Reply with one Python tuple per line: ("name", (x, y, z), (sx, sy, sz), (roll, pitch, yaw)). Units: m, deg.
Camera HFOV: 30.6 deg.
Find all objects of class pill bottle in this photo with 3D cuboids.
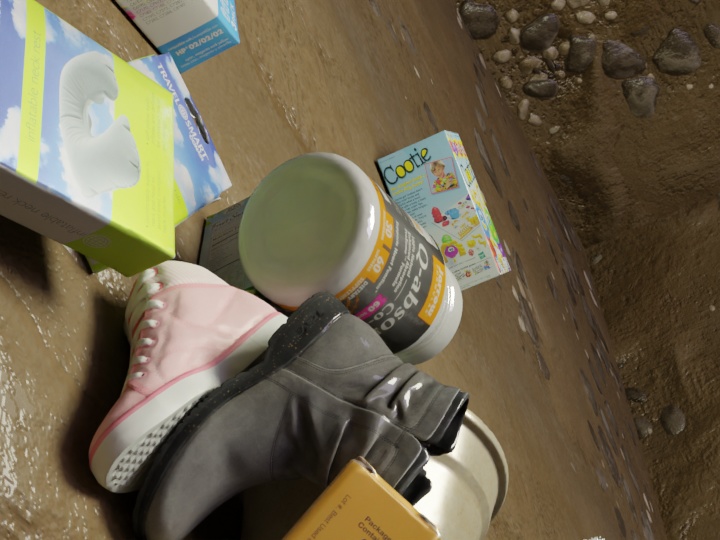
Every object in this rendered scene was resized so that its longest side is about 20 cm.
("pill bottle", (0.000, 0.000, 1.010), (0.200, 0.115, 0.118), (37, 33, -56))

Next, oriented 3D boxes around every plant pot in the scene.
("plant pot", (-0.006, 0.202, 0.869), (0.201, 0.198, 0.185), (56, 30, -35))

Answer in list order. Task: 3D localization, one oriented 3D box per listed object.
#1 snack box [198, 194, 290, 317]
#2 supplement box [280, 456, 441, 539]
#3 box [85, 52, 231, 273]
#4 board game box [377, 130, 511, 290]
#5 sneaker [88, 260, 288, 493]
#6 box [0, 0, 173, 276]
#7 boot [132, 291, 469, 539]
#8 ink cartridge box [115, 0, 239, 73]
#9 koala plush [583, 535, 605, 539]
("snack box", (-0.064, 0.060, 1.049), (0.169, 0.067, 0.201), (57, 17, -31))
("supplement box", (-0.045, 0.195, 0.691), (0.066, 0.200, 0.069), (41, -26, 8))
("box", (-0.163, -0.085, 0.944), (0.123, 0.047, 0.200), (65, 17, -9))
("board game box", (0.113, -0.073, 1.757), (0.203, 0.104, 0.103), (69, 15, 2))
("sneaker", (-0.130, 0.060, 0.840), (0.104, 0.076, 0.200), (36, 35, 12))
("box", (-0.188, -0.088, 0.755), (0.199, 0.047, 0.124), (31, 47, -50))
("boot", (-0.033, 0.116, 0.795), (0.131, 0.200, 0.070), (37, -16, 19))
("ink cartridge box", (-0.182, -0.279, 1.108), (0.200, 0.067, 0.116), (49, 24, -50))
("koala plush", (0.167, 0.346, 1.192), (0.180, 0.198, 0.184), (70, 16, 8))
